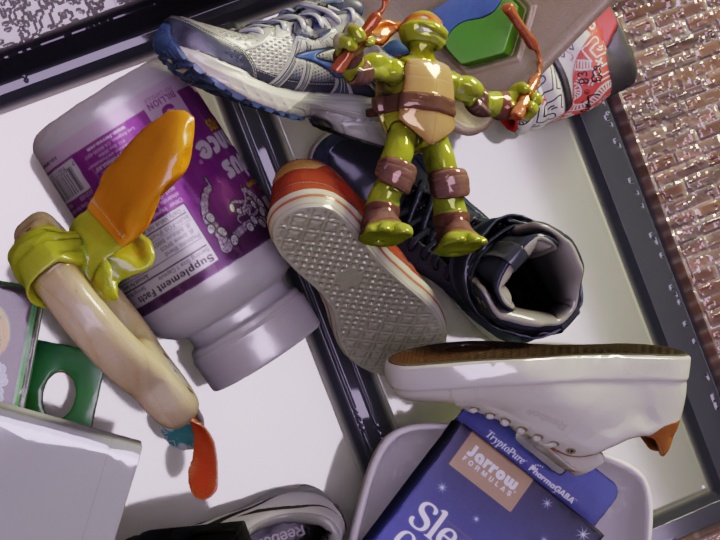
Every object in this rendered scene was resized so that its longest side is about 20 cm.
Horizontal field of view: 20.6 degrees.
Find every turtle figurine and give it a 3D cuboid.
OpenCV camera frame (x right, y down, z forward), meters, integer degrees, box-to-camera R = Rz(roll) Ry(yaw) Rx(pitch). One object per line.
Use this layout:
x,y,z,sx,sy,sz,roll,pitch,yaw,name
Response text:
0.029,-0.095,1.210,0.200,0.064,0.161,13,74,-39,turtle figurine

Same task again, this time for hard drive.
-0.243,0.136,1.160,0.200,0.026,0.132,17,95,-11,hard drive

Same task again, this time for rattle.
-0.107,0.023,1.196,0.143,0.130,0.200,-45,107,-14,rattle

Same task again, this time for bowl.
0.082,0.204,1.314,0.200,0.075,0.200,12,87,-10,bowl

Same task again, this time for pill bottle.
-0.112,-0.027,1.267,0.112,0.112,0.200,-33,95,-10,pill bottle

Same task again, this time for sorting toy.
0.079,-0.217,1.293,0.200,0.036,0.185,-44,75,9,sorting toy

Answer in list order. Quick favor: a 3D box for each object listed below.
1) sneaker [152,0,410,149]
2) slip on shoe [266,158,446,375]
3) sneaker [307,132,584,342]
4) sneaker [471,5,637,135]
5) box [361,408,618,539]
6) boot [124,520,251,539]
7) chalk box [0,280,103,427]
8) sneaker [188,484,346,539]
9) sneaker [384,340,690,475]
-0.039,-0.137,1.239,0.200,0.077,0.085,14,94,-38,sneaker
0.000,0.000,1.269,0.074,0.061,0.200,-23,136,15,slip on shoe
0.059,-0.028,1.283,0.202,0.146,0.077,38,84,-6,sneaker
0.098,-0.192,1.333,0.108,0.067,0.201,-28,96,-12,sneaker
0.067,0.184,1.261,0.121,0.032,0.200,38,81,-6,box
-0.121,0.259,1.233,0.165,0.066,0.200,-17,117,4,boot
-0.263,0.063,1.232,0.200,0.124,0.125,13,85,-11,chalk box
-0.101,0.198,1.276,0.200,0.089,0.074,-29,95,-9,sneaker
0.112,0.089,1.242,0.200,0.073,0.085,3,98,-14,sneaker
